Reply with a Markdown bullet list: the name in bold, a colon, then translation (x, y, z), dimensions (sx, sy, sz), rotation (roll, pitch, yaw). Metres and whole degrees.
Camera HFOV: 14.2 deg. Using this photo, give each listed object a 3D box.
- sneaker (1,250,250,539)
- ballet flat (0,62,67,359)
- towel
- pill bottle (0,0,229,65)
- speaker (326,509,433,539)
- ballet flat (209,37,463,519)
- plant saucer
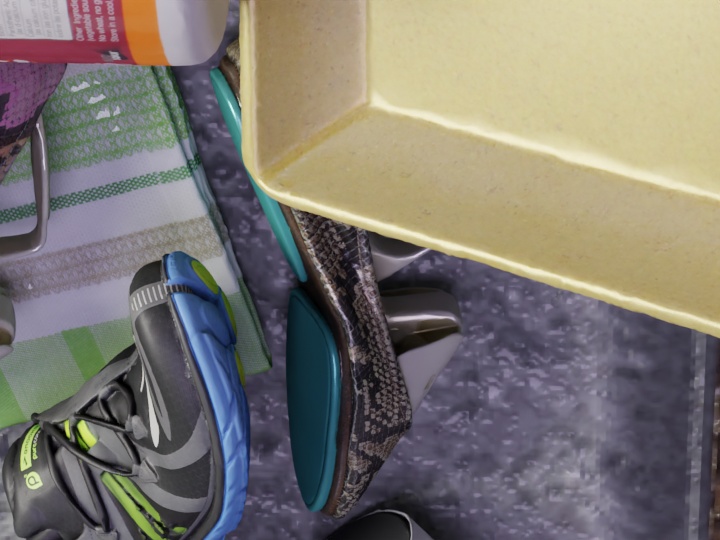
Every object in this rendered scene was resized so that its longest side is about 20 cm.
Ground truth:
- **sneaker**: translation (-0.087, 0.071, 1.054), dimensions (0.082, 0.071, 0.200), rotation (3, 142, -15)
- **ballet flat**: translation (-0.148, -0.006, 1.015), dimensions (0.071, 0.069, 0.200), rotation (7, 128, -25)
- **towel**: translation (-0.128, -0.032, 1.046), dimensions (0.149, 0.031, 0.200), rotation (-11, 124, 12)
- **pill bottle**: translation (-0.143, -0.120, 0.907), dimensions (0.199, 0.110, 0.110), rotation (1, 123, 4)
- **speaker**: translation (0.055, 0.184, 1.139), dimensions (0.081, 0.081, 0.200), rotation (-37, 114, 23)
- **ballet flat**: translation (0.000, 0.000, 1.040), dimensions (0.075, 0.068, 0.200), rotation (-17, 121, -10)
- **plant saucer**: translation (0.054, -0.099, 0.898), dimensions (0.200, 0.048, 0.201), rotation (18, 121, 32)
